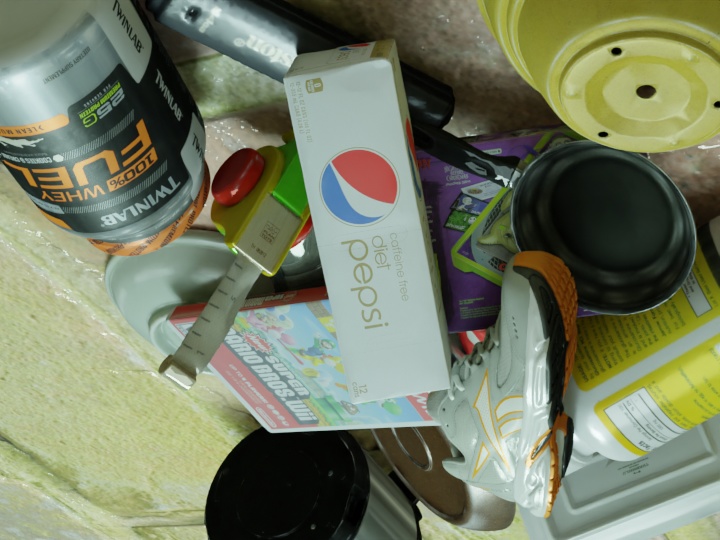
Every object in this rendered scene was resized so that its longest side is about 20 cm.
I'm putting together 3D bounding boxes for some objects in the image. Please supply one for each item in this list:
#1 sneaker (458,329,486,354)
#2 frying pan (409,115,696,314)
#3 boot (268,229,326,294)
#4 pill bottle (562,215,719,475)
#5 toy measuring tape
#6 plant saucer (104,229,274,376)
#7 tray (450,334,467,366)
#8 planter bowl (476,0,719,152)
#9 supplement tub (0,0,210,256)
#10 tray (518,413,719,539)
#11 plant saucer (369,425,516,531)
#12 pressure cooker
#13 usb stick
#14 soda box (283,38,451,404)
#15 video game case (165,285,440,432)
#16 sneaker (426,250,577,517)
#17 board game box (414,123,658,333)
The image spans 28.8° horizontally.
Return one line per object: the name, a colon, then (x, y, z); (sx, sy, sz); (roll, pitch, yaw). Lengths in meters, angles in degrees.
sneaker: (0.090, 0.018, 0.976); (0.076, 0.085, 0.201); (8, 137, 16)
frying pan: (0.111, -0.034, 0.845); (0.189, 0.031, 0.116); (12, 125, 25)
boot: (0.000, 0.000, 1.018); (0.130, 0.068, 0.200); (-3, 144, 26)
pill bottle: (0.196, 0.057, 0.949); (0.199, 0.113, 0.112); (-33, 132, 22)
toy measuring tape: (-0.082, -0.014, 0.910); (0.073, 0.201, 0.074); (26, 162, 9)
plant saucer: (-0.116, 0.041, 1.143); (0.198, 0.051, 0.201); (8, 149, 5)
tray: (0.058, 0.093, 1.135); (0.022, 0.108, 0.201); (-28, 147, -18)
planter bowl: (0.154, -0.122, 0.749); (0.198, 0.084, 0.201); (8, 147, 5)
supplement tub: (-0.169, -0.103, 0.854); (0.121, 0.123, 0.200); (-1, 148, 19)
tray: (0.211, 0.148, 1.071); (0.199, 0.108, 0.022); (-24, 162, 13)
plant saucer: (0.050, 0.129, 1.125); (0.200, 0.032, 0.201); (47, 156, 28)
pressure cooker: (-0.037, 0.257, 1.346); (0.175, 0.180, 0.200); (-9, 143, 25)
usb stick: (-0.033, -0.131, 0.850); (0.199, 0.033, 0.055); (25, 147, -20)
soda box: (0.007, -0.029, 0.825); (0.063, 0.068, 0.202); (-10, 107, 7)
video game case: (-0.037, 0.070, 1.051); (0.199, 0.018, 0.143); (-8, 132, 42)
sneaker: (0.083, 0.071, 0.871); (0.091, 0.076, 0.201); (11, 129, 18)
board game box: (0.083, -0.025, 0.879); (0.198, 0.032, 0.121); (-7, 108, 3)
